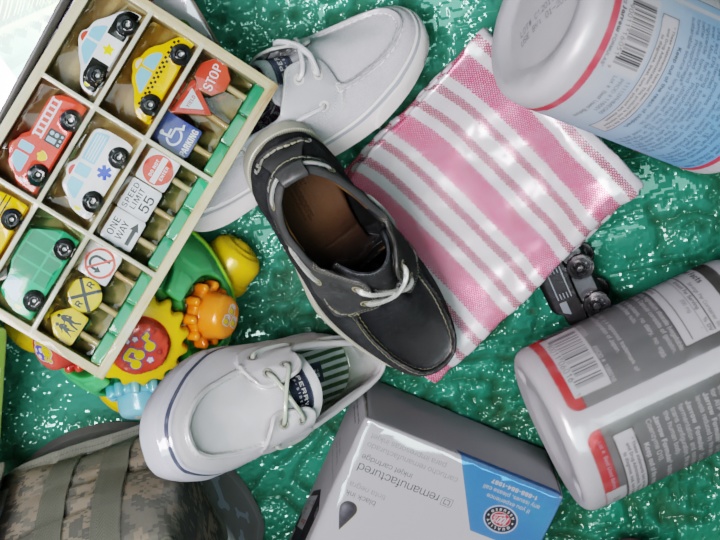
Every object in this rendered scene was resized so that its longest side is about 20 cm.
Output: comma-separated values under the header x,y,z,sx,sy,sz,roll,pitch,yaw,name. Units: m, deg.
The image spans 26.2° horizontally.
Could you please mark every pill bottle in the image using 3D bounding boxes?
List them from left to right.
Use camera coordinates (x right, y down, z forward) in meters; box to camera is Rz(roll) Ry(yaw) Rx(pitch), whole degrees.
x,y,z,sx,sy,sz,roll,pitch,yaw,name
0.187,-0.123,0.934,0.199,0.109,0.109,18,105,-25,pill bottle
0.210,0.063,0.995,0.199,0.114,0.114,-24,105,-3,pill bottle

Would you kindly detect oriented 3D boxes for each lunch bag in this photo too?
x,y,z,sx,sy,sz,roll,pitch,yaw,name
-0.189,0.189,0.943,0.199,0.164,0.118,-17,111,3,lunch bag

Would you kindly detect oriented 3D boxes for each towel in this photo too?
x,y,z,sx,sy,sz,roll,pitch,yaw,name
0.063,-0.036,0.990,0.146,0.030,0.200,42,113,-8,towel

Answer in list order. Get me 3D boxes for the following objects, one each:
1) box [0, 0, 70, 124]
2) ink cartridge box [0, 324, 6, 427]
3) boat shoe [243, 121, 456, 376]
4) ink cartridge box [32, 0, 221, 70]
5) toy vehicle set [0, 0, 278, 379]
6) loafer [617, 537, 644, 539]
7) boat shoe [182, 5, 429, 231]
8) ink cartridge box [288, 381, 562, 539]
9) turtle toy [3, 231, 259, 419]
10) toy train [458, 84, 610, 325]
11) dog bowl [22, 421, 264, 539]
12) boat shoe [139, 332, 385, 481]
x,y,z,sx,sy,sz,roll,pitch,yaw,name
-0.260,-0.190,0.876,0.199,0.036,0.145,30,103,-8,box
-0.327,0.093,0.944,0.199,0.076,0.148,-19,139,-33,ink cartridge box
0.000,0.000,0.945,0.072,0.068,0.200,-40,121,-4,boat shoe
-0.203,-0.161,0.946,0.199,0.084,0.176,-27,104,7,ink cartridge box
-0.150,-0.055,0.893,0.124,0.027,0.201,31,88,-9,toy vehicle set
0.165,0.276,1.089,0.071,0.073,0.201,23,109,-18,loafer
-0.047,-0.107,0.951,0.200,0.072,0.069,-32,146,-1,boat shoe
0.028,0.197,1.050,0.145,0.084,0.201,22,104,-7,ink cartridge box
-0.161,0.016,0.974,0.200,0.101,0.146,37,102,-23,turtle toy
0.109,-0.052,1.010,0.046,0.034,0.201,-22,106,16,toy train
-0.163,0.208,1.064,0.199,0.059,0.201,0,106,0,dog bowl
-0.055,0.072,0.956,0.067,0.200,0.074,-12,100,33,boat shoe
